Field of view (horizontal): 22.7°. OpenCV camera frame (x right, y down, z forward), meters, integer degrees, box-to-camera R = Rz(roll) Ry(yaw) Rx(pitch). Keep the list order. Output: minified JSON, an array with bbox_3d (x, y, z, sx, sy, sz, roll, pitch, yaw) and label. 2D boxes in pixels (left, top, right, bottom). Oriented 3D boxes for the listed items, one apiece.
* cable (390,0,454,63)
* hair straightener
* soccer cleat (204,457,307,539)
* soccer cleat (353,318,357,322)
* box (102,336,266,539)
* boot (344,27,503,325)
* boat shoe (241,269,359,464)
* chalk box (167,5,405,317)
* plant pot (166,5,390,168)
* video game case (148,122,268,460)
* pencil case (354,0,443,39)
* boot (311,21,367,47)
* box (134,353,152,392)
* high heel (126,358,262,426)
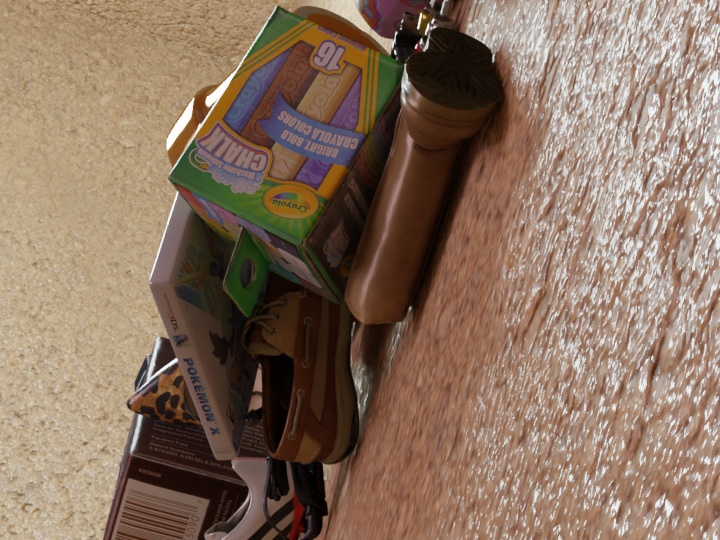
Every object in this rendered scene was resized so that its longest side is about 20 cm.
[{"bbox_3d":[0.043,-0.132,1.487,0.097,0.050,0.201,-81,-1,-54],"label":"cable"},{"bbox_3d":[-0.065,0.128,1.428,0.041,0.076,0.202,-12,76,51],"label":"hair straightener"},{"bbox_3d":[-0.097,0.254,1.510,0.069,0.084,0.202,-167,93,-83],"label":"soccer cleat"},{"bbox_3d":[0.000,0.000,1.446,0.200,0.073,0.068,-34,17,53],"label":"soccer cleat"},{"bbox_3d":[-0.143,0.197,1.670,0.200,0.163,0.167,-87,13,-60],"label":"box"},{"bbox_3d":[0.038,-0.050,1.229,0.175,0.066,0.201,-60,-10,-68],"label":"boot"},{"bbox_3d":[-0.050,0.051,1.383,0.075,0.073,0.202,-18,78,58],"label":"boat shoe"},{"bbox_3d":[-0.049,-0.065,1.320,0.201,0.123,0.125,-57,-23,-12],"label":"chalk box"},{"bbox_3d":[-0.058,-0.146,1.737,0.184,0.199,0.201,-52,17,26],"label":"plant pot"},{"bbox_3d":[-0.111,0.014,1.406,0.201,0.022,0.183,-79,-21,-49],"label":"video game case"},{"bbox_3d":[0.052,-0.272,1.493,0.200,0.087,0.088,121,163,-64],"label":"pencil case"},{"bbox_3d":[-0.042,-0.119,1.498,0.156,0.076,0.200,-62,-20,-1],"label":"boot"},{"bbox_3d":[-0.172,0.197,1.900,0.200,0.122,0.200,135,132,-75],"label":"box"},{"bbox_3d":[-0.110,0.108,1.530,0.143,0.198,0.072,-92,-11,-76],"label":"high heel"}]
